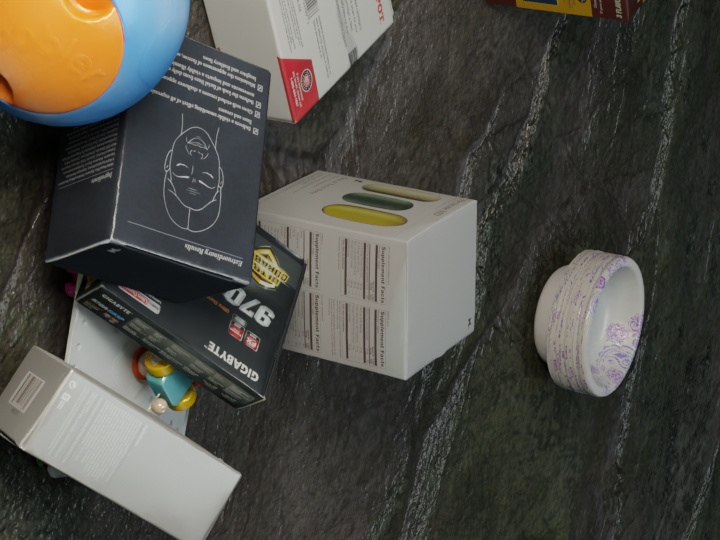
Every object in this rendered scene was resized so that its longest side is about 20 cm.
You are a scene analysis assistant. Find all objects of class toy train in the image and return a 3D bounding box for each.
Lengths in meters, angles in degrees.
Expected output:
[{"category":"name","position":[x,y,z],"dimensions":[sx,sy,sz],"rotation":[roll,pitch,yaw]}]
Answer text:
[{"category":"toy train","position":[-0.181,0.142,1.727],"dimensions":[0.150,0.055,0.202],"rotation":[2,102,-61]}]

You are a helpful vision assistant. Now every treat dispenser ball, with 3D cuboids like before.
[{"category":"treat dispenser ball","position":[-0.232,-0.214,1.404],"dimensions":[0.200,0.199,0.203],"rotation":[-30,126,-53]}]

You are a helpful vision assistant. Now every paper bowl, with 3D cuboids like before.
[{"category":"paper bowl","position":[0.316,0.071,2.557],"dimensions":[0.200,0.104,0.203],"rotation":[-31,127,-52]}]

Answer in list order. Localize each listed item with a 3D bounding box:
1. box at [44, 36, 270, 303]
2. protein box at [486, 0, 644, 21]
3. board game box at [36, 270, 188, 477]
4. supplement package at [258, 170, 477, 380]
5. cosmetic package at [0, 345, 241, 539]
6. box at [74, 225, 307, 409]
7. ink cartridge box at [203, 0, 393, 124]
[{"category":"box","position":[-0.172,-0.091,1.559],"dimensions":[0.148,0.107,0.202],"rotation":[19,67,-38]},{"category":"protein box","position":[0.272,-0.421,2.202],"dimensions":[0.200,0.197,0.136],"rotation":[-49,140,-39]},{"category":"board game box","position":[-0.222,0.087,1.710],"dimensions":[0.199,0.026,0.202],"rotation":[2,100,-60]},{"category":"supplement package","position":[0.000,0.000,1.885],"dimensions":[0.151,0.198,0.152],"rotation":[-30,126,-53]},{"category":"cosmetic package","position":[-0.214,0.156,1.583],"dimensions":[0.200,0.107,0.091],"rotation":[39,79,-27]},{"category":"box","position":[-0.152,0.009,1.663],"dimensions":[0.200,0.046,0.160],"rotation":[37,51,-27]},{"category":"ink cartridge box","position":[-0.058,-0.263,1.804],"dimensions":[0.200,0.083,0.145],"rotation":[-48,139,-40]}]
